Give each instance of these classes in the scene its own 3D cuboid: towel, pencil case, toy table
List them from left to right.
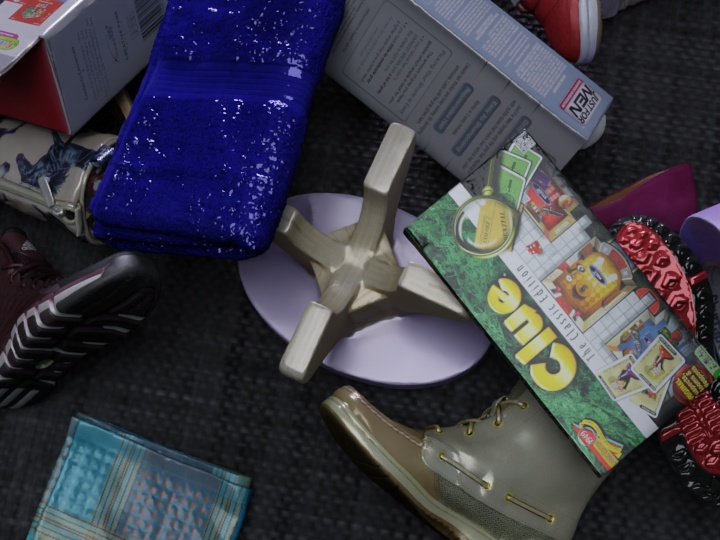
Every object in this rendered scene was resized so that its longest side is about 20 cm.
[{"bbox_3d":[-0.259,-0.079,0.980,0.198,0.089,0.079,16,109,18],"label":"pencil case"},{"bbox_3d":[-0.173,0.217,0.943,0.145,0.022,0.202,18,78,9],"label":"towel"},{"bbox_3d":[-0.100,-0.108,0.904,0.146,0.050,0.203,3,68,31],"label":"towel"},{"bbox_3d":[0.000,0.000,0.937,0.197,0.117,0.186,12,77,8],"label":"toy table"}]

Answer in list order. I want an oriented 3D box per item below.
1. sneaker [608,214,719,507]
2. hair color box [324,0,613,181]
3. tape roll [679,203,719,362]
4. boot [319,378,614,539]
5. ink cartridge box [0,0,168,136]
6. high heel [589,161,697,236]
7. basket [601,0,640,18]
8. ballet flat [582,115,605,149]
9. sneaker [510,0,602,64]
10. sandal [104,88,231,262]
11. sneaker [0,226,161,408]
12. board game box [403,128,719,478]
[{"bbox_3d":[0.205,0.061,0.912,0.078,0.096,0.202,-20,90,1],"label":"sneaker"},{"bbox_3d":[0.067,-0.138,0.949,0.199,0.099,0.061,39,47,1],"label":"hair color box"},{"bbox_3d":[0.286,0.042,0.860,0.084,0.200,0.202,-21,75,-2],"label":"tape roll"},{"bbox_3d":[0.085,0.104,0.913,0.199,0.072,0.155,39,80,-7],"label":"boot"},{"bbox_3d":[-0.266,-0.173,0.956,0.198,0.085,0.176,17,48,25],"label":"ink cartridge box"},{"bbox_3d":[0.150,-0.051,0.933,0.198,0.067,0.098,15,82,-32],"label":"high heel"},{"bbox_3d":[0.200,-0.310,0.993,0.122,0.136,0.203,-14,75,-3],"label":"basket"},{"bbox_3d":[0.099,-0.163,0.996,0.200,0.070,0.070,42,82,12],"label":"ballet flat"},{"bbox_3d":[0.098,-0.234,0.963,0.111,0.071,0.203,-13,77,-17],"label":"sneaker"},{"bbox_3d":[-0.136,-0.108,0.995,0.069,0.078,0.212,-39,71,-3],"label":"sandal"},{"bbox_3d":[-0.221,0.008,0.938,0.199,0.075,0.117,-34,60,33],"label":"sneaker"},{"bbox_3d":[0.128,0.020,0.854,0.104,0.023,0.201,-39,85,-2],"label":"board game box"}]
